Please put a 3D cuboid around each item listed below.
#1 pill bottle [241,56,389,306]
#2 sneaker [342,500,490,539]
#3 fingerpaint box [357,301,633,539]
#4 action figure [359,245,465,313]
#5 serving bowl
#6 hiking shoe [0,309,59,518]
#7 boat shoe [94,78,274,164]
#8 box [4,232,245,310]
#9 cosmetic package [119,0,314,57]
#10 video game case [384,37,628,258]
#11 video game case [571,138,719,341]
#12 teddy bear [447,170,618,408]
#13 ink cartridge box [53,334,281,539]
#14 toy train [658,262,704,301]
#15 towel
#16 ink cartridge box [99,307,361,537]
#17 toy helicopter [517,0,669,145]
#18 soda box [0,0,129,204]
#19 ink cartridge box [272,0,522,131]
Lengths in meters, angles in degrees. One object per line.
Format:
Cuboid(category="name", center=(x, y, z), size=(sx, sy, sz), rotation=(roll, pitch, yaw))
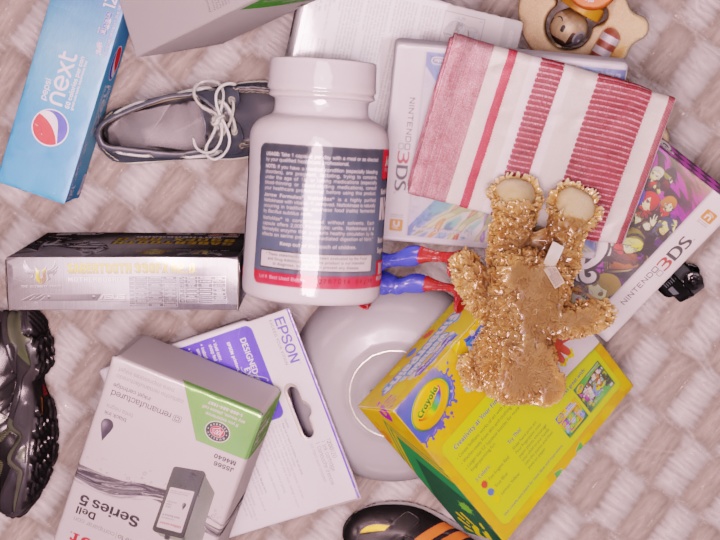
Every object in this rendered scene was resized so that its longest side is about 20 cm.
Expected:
Cuboid(category="pill bottle", center=(-0.036, -0.076, 1.126), size=(0.119, 0.120, 0.200), rotation=(4, 97, -1))
Cuboid(category="sneaker", center=(0.079, 0.281, 1.278), size=(0.200, 0.090, 0.070), rotation=(21, 98, -4))
Cuboid(category="fingerpaint box", center=(0.125, 0.114, 1.212), size=(0.200, 0.073, 0.167), rotation=(-47, 108, -21))
Cuboid(category="action figure", center=(0.000, 0.000, 1.226), size=(0.200, 0.052, 0.065), rotation=(8, 134, 30))
Cuboid(category="serving bowl", center=(0.031, 0.110, 1.265), size=(0.200, 0.066, 0.200), rotation=(0, 100, -1))
Cuboid(category="hiking shoe", center=(-0.345, 0.134, 1.270), size=(0.101, 0.076, 0.200), rotation=(1, 90, 8))
Cuboid(category="boat shoe", center=(-0.144, -0.137, 1.227), size=(0.200, 0.062, 0.075), rotation=(-4, 93, -2))
Cuboid(category="box", center=(-0.201, -0.001, 1.200), size=(0.200, 0.158, 0.048), rotation=(0, 98, 0))
Cuboid(category="cosmetic package", center=(-0.108, -0.252, 1.133), size=(0.108, 0.200, 0.085), rotation=(-19, 93, -42))
Cuboid(category="video game case", center=(0.121, -0.105, 1.172), size=(0.200, 0.022, 0.183), rotation=(5, 114, -1))
Cuboid(category="video game case", center=(0.208, -0.058, 1.224), size=(0.200, 0.036, 0.181), rotation=(38, 116, -4))
Cuboid(category="teddy bear", center=(0.144, 0.015, 1.142), size=(0.145, 0.067, 0.200), rotation=(-8, 93, -9))
Cuboid(category="ink cartridge box", center=(-0.177, 0.181, 1.218), size=(0.145, 0.084, 0.200), rotation=(21, 104, 4))
Cuboid(category="toy train", center=(0.245, -0.045, 1.260), size=(0.200, 0.034, 0.046), rotation=(45, 108, -7))
Cuboid(category="towel", center=(0.152, -0.110, 1.147), size=(0.200, 0.023, 0.144), rotation=(14, 111, -6))
Cuboid(category="ink cartridge box", center=(-0.120, 0.151, 1.269), size=(0.200, 0.043, 0.198), rotation=(-18, 98, 12))
Cuboid(category="toy helicopter", center=(0.210, -0.180, 1.215), size=(0.132, 0.079, 0.200), rotation=(-30, 93, 16))
Cuboid(category="soda box", center=(-0.266, -0.167, 1.221), size=(0.068, 0.064, 0.200), rotation=(19, 98, -3))
Cuboid(category="ink cartridge box", center=(0.029, -0.170, 1.202), size=(0.200, 0.047, 0.160), rotation=(11, 99, -10))
